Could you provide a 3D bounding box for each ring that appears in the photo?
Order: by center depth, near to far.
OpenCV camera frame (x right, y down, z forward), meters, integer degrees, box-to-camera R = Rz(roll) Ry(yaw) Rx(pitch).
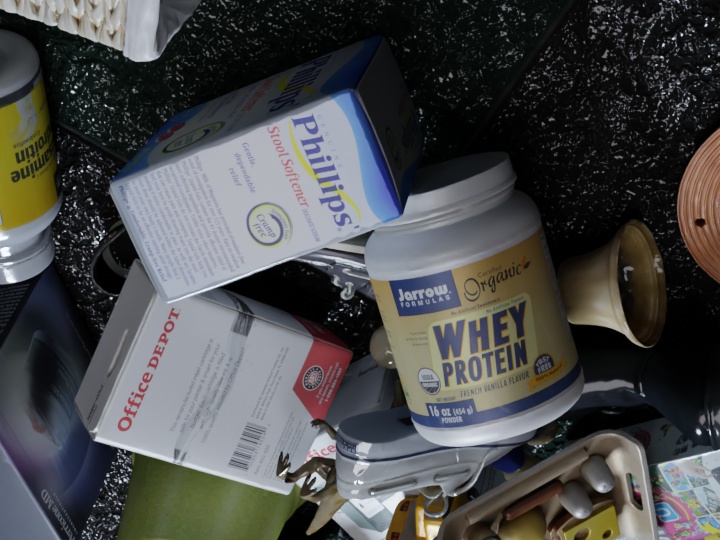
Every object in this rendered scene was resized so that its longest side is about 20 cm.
[{"bbox_3d":[0.354,-0.055,1.147,0.198,0.019,0.202,7,128,9],"label":"ring"}]

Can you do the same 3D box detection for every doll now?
[{"bbox_3d":[0.086,0.114,1.285,0.200,0.137,0.048,39,165,-23],"label":"doll"}]

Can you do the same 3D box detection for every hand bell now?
[{"bbox_3d":[0.149,0.020,1.226,0.198,0.105,0.105,-7,126,34],"label":"hand bell"}]

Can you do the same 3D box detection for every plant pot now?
[{"bbox_3d":[-0.153,0.236,1.379,0.198,0.185,0.202,7,128,9],"label":"plant pot"}]

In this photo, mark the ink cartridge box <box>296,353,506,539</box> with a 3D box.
[{"bbox_3d":[0.034,0.186,1.361,0.145,0.084,0.200,-30,115,32],"label":"ink cartridge box"}]

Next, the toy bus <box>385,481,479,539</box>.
[{"bbox_3d":[0.073,0.273,1.320,0.077,0.065,0.202,4,130,20],"label":"toy bus"}]

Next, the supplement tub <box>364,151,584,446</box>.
[{"bbox_3d":[0.085,0.021,1.131,0.143,0.144,0.202,-13,102,22],"label":"supplement tub"}]

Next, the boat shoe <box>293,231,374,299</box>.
[{"bbox_3d":[0.000,0.000,1.228,0.197,0.073,0.063,10,105,0],"label":"boat shoe"}]

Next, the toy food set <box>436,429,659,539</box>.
[{"bbox_3d":[0.166,0.239,1.243,0.198,0.061,0.144,-27,130,-9],"label":"toy food set"}]

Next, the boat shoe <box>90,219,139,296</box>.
[{"bbox_3d":[-0.152,-0.036,1.253,0.200,0.063,0.074,-26,114,27],"label":"boat shoe"}]

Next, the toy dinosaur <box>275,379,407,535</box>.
[{"bbox_3d":[-0.018,0.180,1.246,0.100,0.058,0.201,11,124,-38],"label":"toy dinosaur"}]

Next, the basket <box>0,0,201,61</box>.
[{"bbox_3d":[-0.170,-0.288,0.983,0.159,0.201,0.200,17,129,7],"label":"basket"}]

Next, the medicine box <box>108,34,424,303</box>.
[{"bbox_3d":[-0.063,-0.081,1.093,0.198,0.182,0.104,-20,107,15],"label":"medicine box"}]

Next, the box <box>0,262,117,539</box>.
[{"bbox_3d":[-0.324,0.136,1.334,0.122,0.199,0.201,-10,125,20],"label":"box"}]

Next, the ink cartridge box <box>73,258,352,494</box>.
[{"bbox_3d":[-0.129,0.093,1.256,0.199,0.083,0.148,22,98,-30],"label":"ink cartridge box"}]

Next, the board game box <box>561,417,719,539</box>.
[{"bbox_3d":[0.296,0.203,1.304,0.199,0.065,0.148,-22,120,41],"label":"board game box"}]

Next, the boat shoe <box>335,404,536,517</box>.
[{"bbox_3d":[0.064,0.162,1.211,0.074,0.200,0.087,29,117,47],"label":"boat shoe"}]

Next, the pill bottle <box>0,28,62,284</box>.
[{"bbox_3d":[-0.312,-0.093,1.213,0.111,0.113,0.202,5,128,9],"label":"pill bottle"}]

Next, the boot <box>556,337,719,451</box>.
[{"bbox_3d":[0.222,0.101,1.192,0.166,0.200,0.077,-4,99,13],"label":"boot"}]
